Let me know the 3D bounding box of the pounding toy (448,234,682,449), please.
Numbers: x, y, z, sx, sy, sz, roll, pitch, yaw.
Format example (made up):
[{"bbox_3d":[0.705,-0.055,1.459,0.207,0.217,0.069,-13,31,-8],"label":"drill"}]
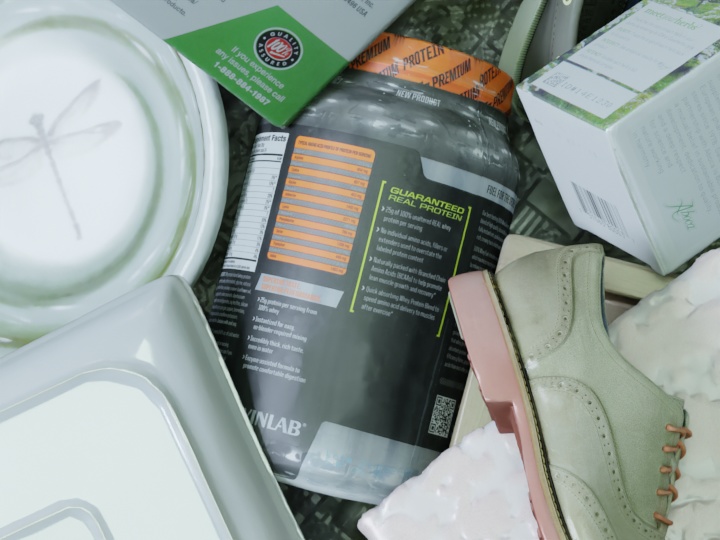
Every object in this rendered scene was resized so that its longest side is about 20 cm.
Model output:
[{"bbox_3d":[0.145,0.105,0.975,0.200,0.142,0.184,14,85,12],"label":"pounding toy"}]

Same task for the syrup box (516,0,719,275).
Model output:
[{"bbox_3d":[0.177,-0.092,0.941,0.200,0.079,0.081,-34,120,-12],"label":"syrup box"}]

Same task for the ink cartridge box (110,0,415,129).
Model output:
[{"bbox_3d":[-0.020,-0.181,0.896,0.200,0.083,0.147,-42,126,15],"label":"ink cartridge box"}]

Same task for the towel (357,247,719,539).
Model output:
[{"bbox_3d":[0.128,0.121,0.886,0.200,0.032,0.191,-36,76,2],"label":"towel"}]

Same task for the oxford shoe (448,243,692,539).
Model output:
[{"bbox_3d":[0.100,0.081,0.847,0.074,0.071,0.200,-22,78,2],"label":"oxford shoe"}]

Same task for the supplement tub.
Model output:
[{"bbox_3d":[0.000,0.000,0.974,0.122,0.123,0.200,15,86,1],"label":"supplement tub"}]

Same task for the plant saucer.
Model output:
[{"bbox_3d":[-0.145,-0.051,0.997,0.200,0.050,0.200,1,92,20],"label":"plant saucer"}]

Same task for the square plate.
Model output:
[{"bbox_3d":[-0.123,0.129,0.894,0.200,0.028,0.198,-25,85,-2],"label":"square plate"}]

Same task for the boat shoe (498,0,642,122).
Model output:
[{"bbox_3d":[0.120,-0.146,0.970,0.072,0.060,0.202,-4,124,-33],"label":"boat shoe"}]
